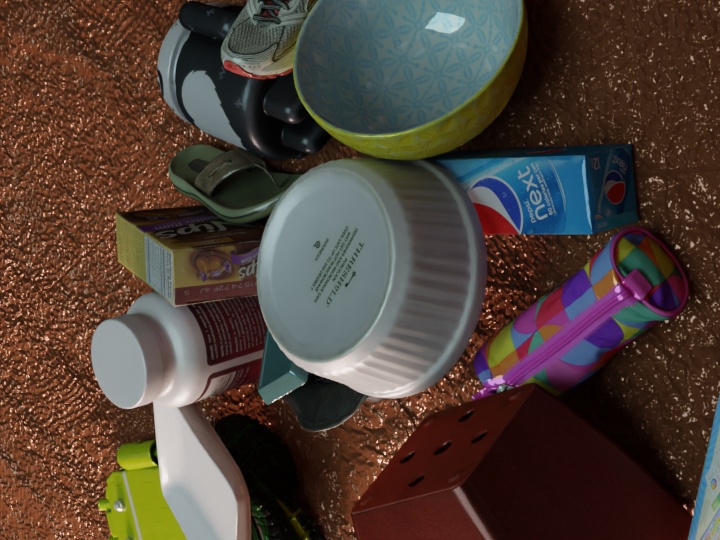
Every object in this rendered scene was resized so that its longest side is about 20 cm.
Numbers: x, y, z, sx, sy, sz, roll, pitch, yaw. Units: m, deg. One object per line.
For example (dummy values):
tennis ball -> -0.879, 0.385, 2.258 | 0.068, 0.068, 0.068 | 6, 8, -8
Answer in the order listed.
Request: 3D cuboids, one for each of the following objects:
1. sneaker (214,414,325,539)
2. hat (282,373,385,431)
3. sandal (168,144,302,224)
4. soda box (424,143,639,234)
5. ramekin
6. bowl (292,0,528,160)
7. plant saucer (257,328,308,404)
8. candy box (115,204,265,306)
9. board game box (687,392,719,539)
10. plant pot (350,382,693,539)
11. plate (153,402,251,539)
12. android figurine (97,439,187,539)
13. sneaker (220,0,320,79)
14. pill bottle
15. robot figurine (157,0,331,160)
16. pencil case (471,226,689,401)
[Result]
sneaker -> -0.106, 0.245, 1.594 | 0.085, 0.078, 0.202 | -30, 80, 46
hat -> 0.005, 0.059, 1.414 | 0.200, 0.080, 0.202 | -35, 44, 42
sandal -> -0.127, -0.095, 1.506 | 0.200, 0.080, 0.058 | 20, 136, 44
soda box -> 0.127, -0.066, 1.279 | 0.199, 0.067, 0.065 | 1, 102, 45
ramekin -> 0.000, 0.000, 1.273 | 0.201, 0.094, 0.205 | -8, 78, 43
bowl -> 0.053, -0.162, 1.282 | 0.199, 0.201, 0.108 | 31, 164, 35
plant saucer -> -0.062, 0.023, 1.445 | 0.070, 0.019, 0.202 | -33, 42, 48
candy box -> -0.154, -0.019, 1.493 | 0.200, 0.115, 0.057 | -151, 58, -62
board game box -> 0.322, 0.181, 1.177 | 0.134, 0.034, 0.202 | 26, 118, 38
plant pot -> 0.113, 0.208, 1.242 | 0.199, 0.200, 0.177 | -23, 106, 45
plate -> -0.156, 0.222, 1.578 | 0.200, 0.032, 0.201 | 50, 150, 41
android figurine -> -0.229, 0.280, 1.756 | 0.199, 0.041, 0.184 | -10, 94, 44
sneaker -> -0.060, -0.247, 1.321 | 0.077, 0.201, 0.082 | 19, 155, 25
pill bottle -> -0.156, 0.066, 1.506 | 0.112, 0.199, 0.114 | 14, 111, 41
robot figurine -> -0.101, -0.174, 1.436 | 0.199, 0.124, 0.152 | 25, 119, 38
pencil case -> 0.174, 0.048, 1.254 | 0.200, 0.088, 0.089 | -46, 69, 41
